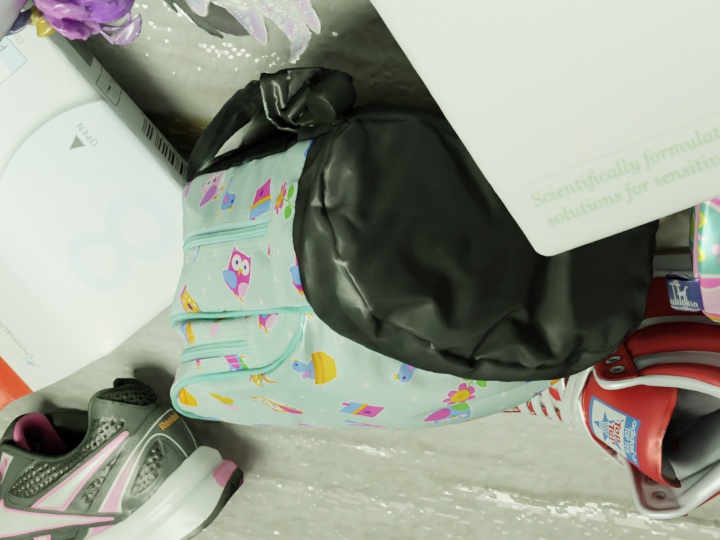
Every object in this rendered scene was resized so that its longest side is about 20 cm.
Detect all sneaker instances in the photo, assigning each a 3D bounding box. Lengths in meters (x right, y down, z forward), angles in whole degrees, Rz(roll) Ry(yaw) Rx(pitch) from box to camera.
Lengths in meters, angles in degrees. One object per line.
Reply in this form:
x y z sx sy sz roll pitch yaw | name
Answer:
0.087 0.047 1.147 0.200 0.113 0.071 -7 120 28 | sneaker
-0.146 0.110 1.331 0.200 0.080 0.086 -32 95 29 | sneaker

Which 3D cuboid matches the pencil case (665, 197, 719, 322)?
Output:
0.218 -0.021 1.059 0.200 0.087 0.088 1 124 21 | pencil case

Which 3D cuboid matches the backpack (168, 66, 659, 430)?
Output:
0.000 0.000 1.102 0.167 0.127 0.200 17 166 -27 | backpack

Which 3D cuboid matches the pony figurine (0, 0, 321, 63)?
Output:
-0.120 -0.139 1.062 0.193 0.200 0.167 56 167 -14 | pony figurine

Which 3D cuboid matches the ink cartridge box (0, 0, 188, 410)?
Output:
-0.177 -0.012 1.209 0.200 0.047 0.160 -39 105 8 | ink cartridge box

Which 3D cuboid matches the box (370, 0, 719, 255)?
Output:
0.113 -0.151 0.954 0.199 0.171 0.200 -20 114 34 | box
